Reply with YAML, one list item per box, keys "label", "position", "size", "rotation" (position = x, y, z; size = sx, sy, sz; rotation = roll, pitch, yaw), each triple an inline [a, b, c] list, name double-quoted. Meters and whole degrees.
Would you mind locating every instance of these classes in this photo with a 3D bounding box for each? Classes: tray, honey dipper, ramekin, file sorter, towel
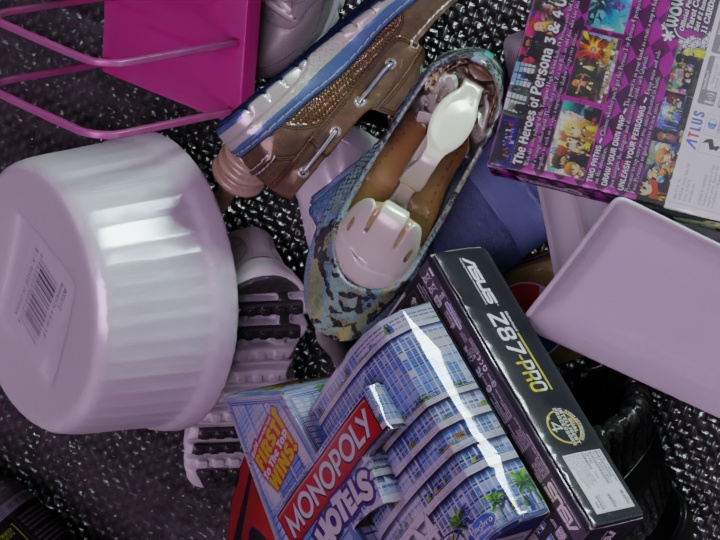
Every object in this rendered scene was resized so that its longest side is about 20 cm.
- label: "tray"
  position: [0.205, 0.029, 1.455]
  size: [0.199, 0.022, 0.108]
  rotation: [25, 120, -19]
- label: "honey dipper"
  position: [-0.102, -0.028, 1.612]
  size: [0.038, 0.038, 0.200]
  rotation: [40, 133, 6]
- label: "ramekin"
  position: [-0.173, 0.012, 1.591]
  size: [0.200, 0.097, 0.202]
  rotation: [15, 108, 53]
- label: "file sorter"
  position: [-0.153, -0.197, 1.537]
  size: [0.139, 0.125, 0.201]
  rotation: [24, 118, 40]
- label: "towel"
  position: [0.072, -0.053, 1.532]
  size: [0.200, 0.049, 0.112]
  rotation: [-34, 89, -6]

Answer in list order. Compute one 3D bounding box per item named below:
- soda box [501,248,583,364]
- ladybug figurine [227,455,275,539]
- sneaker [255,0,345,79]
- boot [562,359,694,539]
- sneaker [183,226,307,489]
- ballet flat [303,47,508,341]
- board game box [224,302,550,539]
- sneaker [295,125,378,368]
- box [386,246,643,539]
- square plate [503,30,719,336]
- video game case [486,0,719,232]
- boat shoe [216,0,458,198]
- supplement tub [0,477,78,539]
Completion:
- label: "soda box"
  position: [0.145, 0.015, 1.551]
  size: [0.199, 0.064, 0.068]
  rotation: [-17, 95, 21]
- label: "ladybug figurine"
  position: [-0.045, 0.169, 1.604]
  size: [0.072, 0.136, 0.201]
  rotation: [1, 126, -15]
- label: "sneaker"
  position: [-0.038, -0.209, 1.547]
  size: [0.076, 0.092, 0.201]
  rotation: [33, 111, 10]
- label: "boot"
  position: [0.131, 0.173, 1.498]
  size: [0.079, 0.212, 0.158]
  rotation: [10, 146, 29]
- label: "sneaker"
  position: [-0.080, 0.061, 1.641]
  size: [0.075, 0.081, 0.201]
  rotation: [2, 126, -19]
- label: "ballet flat"
  position: [0.026, -0.050, 1.470]
  size: [0.074, 0.074, 0.201]
  rotation: [26, 85, 11]
- label: "board game box"
  position: [0.002, 0.121, 1.453]
  size: [0.200, 0.061, 0.200]
  rotation: [59, 140, 25]
- label: "sneaker"
  position: [0.000, 0.000, 1.578]
  size: [0.078, 0.099, 0.201]
  rotation: [-16, 97, 21]
- label: "box"
  position: [0.068, 0.113, 1.454]
  size: [0.200, 0.049, 0.161]
  rotation: [59, 135, 26]
- label: "square plate"
  position: [0.201, -0.073, 1.478]
  size: [0.197, 0.028, 0.201]
  rotation: [-13, 79, 6]
- label: "video game case"
  position: [0.188, -0.132, 1.456]
  size: [0.180, 0.036, 0.201]
  rotation: [14, 83, 11]
- label: "boat shoe"
  position: [0.003, -0.123, 1.535]
  size: [0.200, 0.072, 0.072]
  rotation: [-40, 100, -11]
- label: "supplement tub"
  position: [-0.240, 0.231, 1.703]
  size: [0.200, 0.123, 0.123]
  rotation: [45, 112, 5]
